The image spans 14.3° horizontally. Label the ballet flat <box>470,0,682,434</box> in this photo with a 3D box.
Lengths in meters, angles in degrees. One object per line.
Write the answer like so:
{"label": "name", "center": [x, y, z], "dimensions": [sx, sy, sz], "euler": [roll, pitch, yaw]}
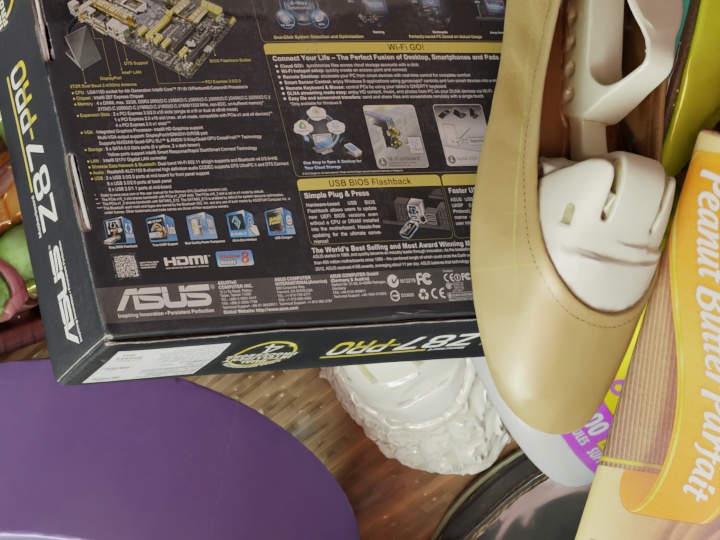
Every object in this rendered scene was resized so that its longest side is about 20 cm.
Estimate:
{"label": "ballet flat", "center": [0.076, -0.048, 0.951], "dimensions": [0.068, 0.063, 0.201], "euler": [11, 73, -33]}

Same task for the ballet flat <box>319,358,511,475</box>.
{"label": "ballet flat", "center": [0.000, 0.000, 1.093], "dimensions": [0.072, 0.072, 0.200], "euler": [-19, 107, 12]}

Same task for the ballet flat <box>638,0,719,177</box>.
{"label": "ballet flat", "center": [0.130, -0.119, 1.017], "dimensions": [0.067, 0.067, 0.201], "euler": [7, 84, -15]}

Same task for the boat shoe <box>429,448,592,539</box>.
{"label": "boat shoe", "center": [0.042, 0.148, 1.134], "dimensions": [0.074, 0.073, 0.200], "euler": [38, 108, -8]}

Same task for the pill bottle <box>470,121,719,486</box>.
{"label": "pill bottle", "center": [0.139, -0.007, 1.056], "dimensions": [0.200, 0.104, 0.104], "euler": [-28, 104, 14]}

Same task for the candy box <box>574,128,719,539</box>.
{"label": "candy box", "center": [0.143, 0.063, 0.974], "dimensions": [0.115, 0.055, 0.201], "euler": [18, 94, 11]}

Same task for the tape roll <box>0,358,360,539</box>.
{"label": "tape roll", "center": [-0.103, 0.129, 1.093], "dimensions": [0.199, 0.085, 0.200], "euler": [6, 137, 5]}

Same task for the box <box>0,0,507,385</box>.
{"label": "box", "center": [-0.021, -0.048, 0.974], "dimensions": [0.199, 0.049, 0.162], "euler": [-4, 72, -30]}

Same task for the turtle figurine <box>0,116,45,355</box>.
{"label": "turtle figurine", "center": [-0.179, -0.029, 1.058], "dimensions": [0.194, 0.200, 0.144], "euler": [-31, 75, 20]}
